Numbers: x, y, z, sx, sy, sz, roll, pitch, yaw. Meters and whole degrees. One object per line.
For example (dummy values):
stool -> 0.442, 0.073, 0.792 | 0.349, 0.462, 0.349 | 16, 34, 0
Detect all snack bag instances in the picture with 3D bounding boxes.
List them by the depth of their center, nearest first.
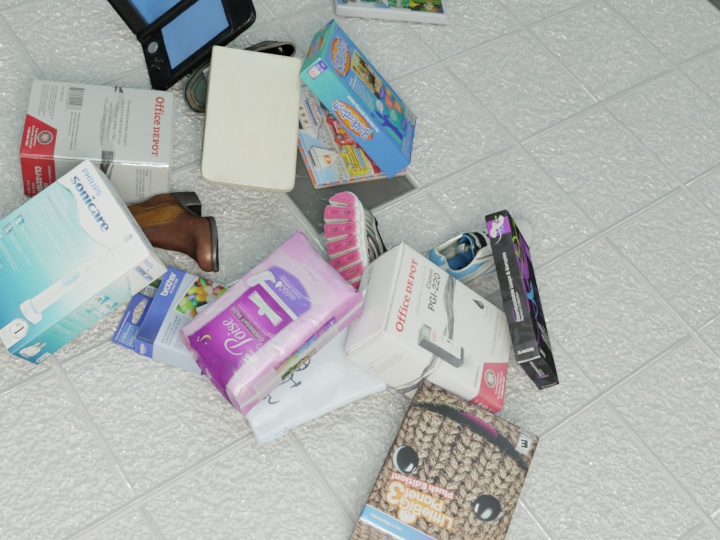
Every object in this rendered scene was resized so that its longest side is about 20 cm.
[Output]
snack bag -> -0.081, 0.096, 1.275 | 0.186, 0.022, 0.202 | -21, 65, -21

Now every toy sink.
toy sink -> -0.156, -0.190, 1.444 | 0.128, 0.112, 0.204 | 5, 70, -11

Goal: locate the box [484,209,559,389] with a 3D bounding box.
box -> 0.211, 0.040, 1.342 | 0.035, 0.143, 0.204 | -14, 67, 16

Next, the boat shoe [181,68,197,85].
boat shoe -> -0.244, -0.367, 1.597 | 0.069, 0.064, 0.203 | 7, 53, -9

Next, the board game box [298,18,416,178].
board game box -> 0.001, -0.250, 1.493 | 0.200, 0.045, 0.153 | 47, 27, -21

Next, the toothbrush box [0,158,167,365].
toothbrush box -> -0.356, -0.010, 1.235 | 0.199, 0.085, 0.147 | -37, 76, -3

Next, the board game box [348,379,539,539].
board game box -> 0.096, 0.259, 1.199 | 0.157, 0.098, 0.201 | 25, 52, 5

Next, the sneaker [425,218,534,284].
sneaker -> 0.172, -0.030, 1.447 | 0.198, 0.073, 0.072 | -24, 61, -29

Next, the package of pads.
package of pads -> -0.105, 0.059, 1.219 | 0.199, 0.076, 0.120 | -40, 65, -15

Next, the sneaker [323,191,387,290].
sneaker -> 0.000, 0.000, 1.379 | 0.087, 0.073, 0.204 | 21, 59, -52

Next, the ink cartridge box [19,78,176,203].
ink cartridge box -> -0.355, -0.176, 1.418 | 0.196, 0.084, 0.146 | 3, 53, -10

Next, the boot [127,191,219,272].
boot -> -0.287, -0.040, 1.319 | 0.196, 0.069, 0.189 | -11, 40, -21

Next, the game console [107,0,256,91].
game console -> -0.275, -0.398, 1.518 | 0.198, 0.116, 0.178 | -31, 57, 19

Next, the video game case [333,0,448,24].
video game case -> 0.044, -0.503, 1.795 | 0.196, 0.022, 0.185 | 2, 54, -13

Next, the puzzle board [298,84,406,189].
puzzle board -> -0.030, -0.214, 1.568 | 0.148, 0.018, 0.202 | -10, 57, -20

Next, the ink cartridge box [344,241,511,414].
ink cartridge box -> 0.089, 0.082, 1.289 | 0.198, 0.085, 0.147 | 32, 48, -21

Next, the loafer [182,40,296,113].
loafer -> -0.179, -0.301, 1.551 | 0.199, 0.062, 0.073 | -37, 108, -34

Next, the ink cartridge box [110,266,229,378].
ink cartridge box -> -0.202, 0.069, 1.305 | 0.196, 0.042, 0.121 | 18, 52, 2
